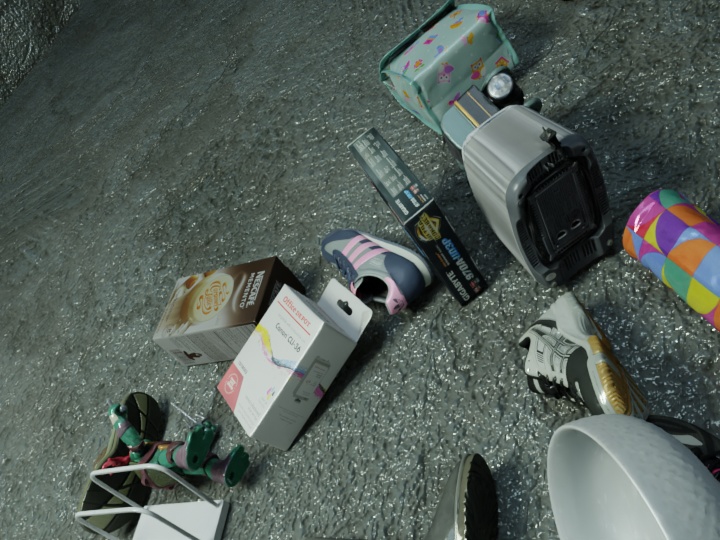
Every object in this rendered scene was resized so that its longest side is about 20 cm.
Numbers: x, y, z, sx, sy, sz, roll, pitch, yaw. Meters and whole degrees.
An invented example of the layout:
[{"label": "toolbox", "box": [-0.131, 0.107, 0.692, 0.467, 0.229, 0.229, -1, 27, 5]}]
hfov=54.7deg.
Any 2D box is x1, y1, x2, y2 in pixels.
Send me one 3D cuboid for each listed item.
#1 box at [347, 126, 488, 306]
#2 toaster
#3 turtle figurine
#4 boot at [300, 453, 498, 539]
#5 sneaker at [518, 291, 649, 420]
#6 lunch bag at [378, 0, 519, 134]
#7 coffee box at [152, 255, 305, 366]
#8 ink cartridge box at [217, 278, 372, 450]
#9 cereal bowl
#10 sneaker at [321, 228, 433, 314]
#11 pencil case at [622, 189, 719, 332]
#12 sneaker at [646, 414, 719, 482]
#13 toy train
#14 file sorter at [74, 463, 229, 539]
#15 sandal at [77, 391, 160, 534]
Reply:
[{"label": "box", "box": [0.069, -0.070, 0.865, 0.046, 0.160, 0.201, -35, 40, 4]}, {"label": "toaster", "box": [0.187, -0.090, 0.757, 0.113, 0.201, 0.130, -36, 40, -1]}, {"label": "turtle figurine", "box": [-0.237, 0.221, 0.866, 0.196, 0.148, 0.104, -1, 78, 40]}, {"label": "boot", "box": [0.028, 0.268, 0.667, 0.196, 0.073, 0.185, -16, 43, 36]}, {"label": "sneaker", "box": [0.201, 0.100, 0.654, 0.087, 0.076, 0.201, -39, 13, 15]}, {"label": "lunch bag", "box": [0.125, -0.328, 1.093, 0.169, 0.122, 0.201, -40, 31, 3]}, {"label": "coffee box", "box": [-0.190, 0.061, 1.008, 0.196, 0.080, 0.117, -12, 47, 30]}, {"label": "ink cartridge box", "box": [-0.082, 0.101, 0.865, 0.202, 0.067, 0.116, -56, 40, 1]}, {"label": "cereal bowl", "box": [0.214, 0.197, 0.492, 0.081, 0.204, 0.202, -14, 39, -9]}, {"label": "sneaker", "box": [0.000, 0.000, 0.917, 0.197, 0.071, 0.082, 16, 52, 47]}, {"label": "pencil case", "box": [0.335, 0.003, 0.652, 0.088, 0.089, 0.201, -35, 42, 4]}, {"label": "sneaker", "box": [0.284, 0.167, 0.534, 0.077, 0.084, 0.199, -45, 40, -9]}, {"label": "toy train", "box": [0.165, -0.168, 0.865, 0.113, 0.200, 0.086, -41, 70, 5]}, {"label": "file sorter", "box": [-0.258, 0.338, 0.772, 0.136, 0.125, 0.204, -14, 46, 28]}, {"label": "sandal", "box": [-0.323, 0.262, 0.944, 0.057, 0.079, 0.204, -34, 30, 32]}]
